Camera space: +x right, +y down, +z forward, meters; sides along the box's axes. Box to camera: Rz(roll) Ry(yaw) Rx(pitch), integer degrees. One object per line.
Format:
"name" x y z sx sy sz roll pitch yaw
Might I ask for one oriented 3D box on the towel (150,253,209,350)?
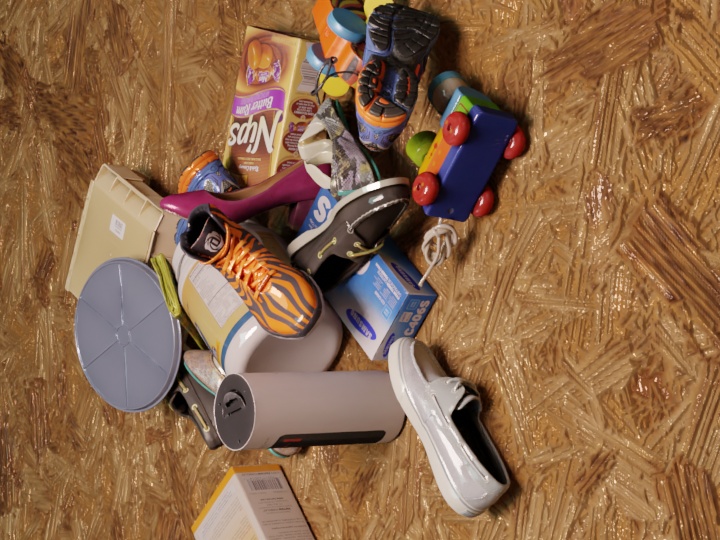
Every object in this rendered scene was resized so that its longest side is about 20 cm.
"towel" -0.216 0.055 1.654 0.200 0.018 0.086 70 180 -65

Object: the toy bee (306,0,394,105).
"toy bee" -0.004 -0.230 1.468 0.131 0.109 0.200 -41 32 52

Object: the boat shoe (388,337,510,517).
"boat shoe" 0.095 0.145 1.336 0.071 0.070 0.201 -39 61 30

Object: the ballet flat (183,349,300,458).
"ballet flat" -0.131 0.140 1.600 0.200 0.068 0.067 39 114 24

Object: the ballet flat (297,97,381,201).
"ballet flat" -0.032 -0.133 1.457 0.200 0.072 0.072 -115 43 -57

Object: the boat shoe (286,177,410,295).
"boat shoe" -0.006 -0.033 1.400 0.201 0.072 0.061 -38 62 49

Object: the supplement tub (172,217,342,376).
"supplement tub" -0.125 0.038 1.547 0.200 0.144 0.145 52 126 40

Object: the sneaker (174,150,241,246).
"sneaker" -0.181 -0.055 1.643 0.078 0.075 0.200 41 153 23

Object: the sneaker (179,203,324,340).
"sneaker" -0.127 -0.001 1.400 0.200 0.112 0.078 37 92 41

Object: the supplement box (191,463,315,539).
"supplement box" -0.113 0.345 1.567 0.126 0.073 0.200 -56 48 33

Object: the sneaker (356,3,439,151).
"sneaker" 0.029 -0.203 1.369 0.079 0.075 0.200 107 -177 -49

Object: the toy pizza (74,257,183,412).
"toy pizza" -0.295 0.082 1.710 0.200 0.032 0.201 4 97 38

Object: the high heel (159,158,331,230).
"high heel" -0.129 -0.100 1.525 0.067 0.200 0.096 -145 60 -60

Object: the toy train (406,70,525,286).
"toy train" 0.078 -0.097 1.360 0.200 0.085 0.116 -63 34 27

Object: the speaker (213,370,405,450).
"speaker" -0.053 0.146 1.404 0.081 0.200 0.081 -5 84 52

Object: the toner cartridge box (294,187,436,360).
"toner cartridge box" 0.000 0.000 1.474 0.200 0.043 0.095 52 126 39

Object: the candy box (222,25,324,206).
"candy box" -0.104 -0.187 1.608 0.117 0.056 0.200 24 108 49

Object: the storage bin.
"storage bin" -0.303 -0.019 1.817 0.200 0.094 0.199 36 114 47

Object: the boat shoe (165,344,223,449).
"boat shoe" -0.215 0.157 1.693 0.201 0.061 0.072 36 149 46
